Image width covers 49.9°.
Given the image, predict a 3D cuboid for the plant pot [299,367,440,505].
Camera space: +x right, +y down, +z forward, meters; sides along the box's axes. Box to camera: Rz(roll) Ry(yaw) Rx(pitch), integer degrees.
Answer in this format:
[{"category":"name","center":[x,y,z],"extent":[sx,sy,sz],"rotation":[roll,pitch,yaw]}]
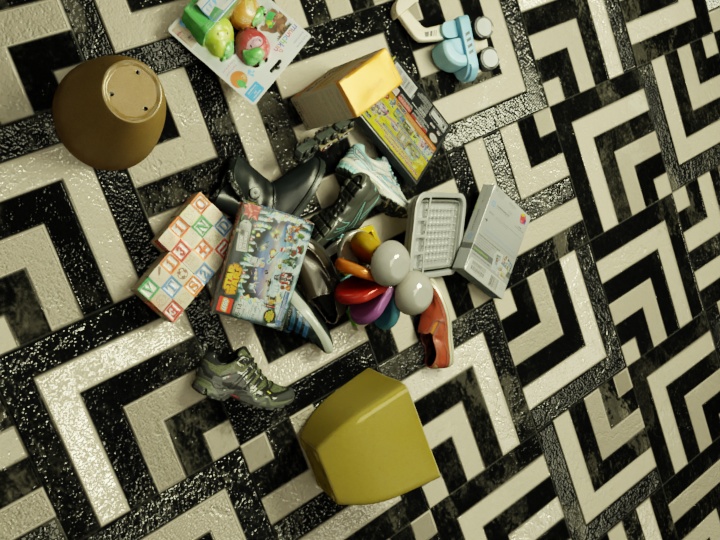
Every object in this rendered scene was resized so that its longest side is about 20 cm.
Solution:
[{"category":"plant pot","center":[0.001,0.331,1.469],"extent":[0.197,0.195,0.198],"rotation":[-26,102,-20]}]

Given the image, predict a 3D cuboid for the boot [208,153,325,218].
[{"category":"boot","center":[-0.173,-0.166,1.434],"extent":[0.167,0.076,0.203],"rotation":[37,79,-27]}]

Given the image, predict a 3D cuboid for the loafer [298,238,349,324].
[{"category":"loafer","center":[-0.080,0.020,1.460],"extent":[0.201,0.072,0.072],"rotation":[54,25,-29]}]

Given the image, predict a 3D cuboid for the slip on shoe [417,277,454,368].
[{"category":"slip on shoe","center":[0.150,0.111,1.619],"extent":[0.060,0.074,0.205],"rotation":[-14,101,-25]}]

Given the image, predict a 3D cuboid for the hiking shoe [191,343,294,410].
[{"category":"hiking shoe","center":[-0.204,0.193,1.414],"extent":[0.196,0.075,0.103],"rotation":[15,86,-27]}]

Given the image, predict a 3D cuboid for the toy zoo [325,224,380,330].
[{"category":"toy zoo","center":[0.000,0.000,1.562],"extent":[0.130,0.020,0.203],"rotation":[-30,104,-26]}]

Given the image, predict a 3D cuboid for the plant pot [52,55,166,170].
[{"category":"plant pot","center":[-0.388,-0.266,1.247],"extent":[0.183,0.199,0.191],"rotation":[0,91,-28]}]

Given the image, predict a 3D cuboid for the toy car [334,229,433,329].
[{"category":"toy car","center":[0.026,0.029,1.456],"extent":[0.151,0.174,0.201],"rotation":[-50,123,-14]}]

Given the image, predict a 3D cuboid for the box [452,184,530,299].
[{"category":"box","center":[0.290,-0.062,1.695],"extent":[0.155,0.041,0.204],"rotation":[32,75,-40]}]

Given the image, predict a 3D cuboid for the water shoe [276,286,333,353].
[{"category":"water shoe","center":[-0.127,0.090,1.476],"extent":[0.078,0.072,0.201],"rotation":[-34,109,4]}]

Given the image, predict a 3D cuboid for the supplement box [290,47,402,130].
[{"category":"supplement box","center":[-0.030,-0.337,1.447],"extent":[0.126,0.199,0.074],"rotation":[-41,111,-24]}]

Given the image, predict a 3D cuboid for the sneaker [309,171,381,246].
[{"category":"sneaker","center":[-0.037,-0.093,1.495],"extent":[0.200,0.076,0.079],"rotation":[-45,133,4]}]

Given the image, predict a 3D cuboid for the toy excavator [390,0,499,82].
[{"category":"toy excavator","center":[0.174,-0.490,1.631],"extent":[0.196,0.100,0.199],"rotation":[-16,96,-19]}]

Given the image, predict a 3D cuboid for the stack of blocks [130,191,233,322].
[{"category":"stack of blocks","center":[-0.314,-0.024,1.365],"extent":[0.115,0.058,0.201],"rotation":[44,70,-21]}]

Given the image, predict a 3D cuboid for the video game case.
[{"category":"video game case","center":[0.087,-0.308,1.591],"extent":[0.200,0.025,0.182],"rotation":[47,56,-21]}]

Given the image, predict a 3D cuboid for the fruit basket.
[{"category":"fruit basket","center":[-0.214,-0.430,1.391],"extent":[0.199,0.094,0.187],"rotation":[38,71,-3]}]

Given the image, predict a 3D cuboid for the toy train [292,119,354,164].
[{"category":"toy train","center":[-0.068,-0.250,1.481],"extent":[0.034,0.046,0.200],"rotation":[36,42,10]}]

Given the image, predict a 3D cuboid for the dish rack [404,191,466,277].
[{"category":"dish rack","center":[0.147,-0.075,1.591],"extent":[0.198,0.043,0.176],"rotation":[-6,104,-52]}]

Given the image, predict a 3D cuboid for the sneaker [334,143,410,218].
[{"category":"sneaker","center":[0.046,-0.181,1.560],"extent":[0.199,0.077,0.088],"rotation":[36,70,-24]}]

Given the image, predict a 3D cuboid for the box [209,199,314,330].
[{"category":"box","center":[-0.175,-0.009,1.375],"extent":[0.134,0.040,0.204],"rotation":[15,96,-21]}]
